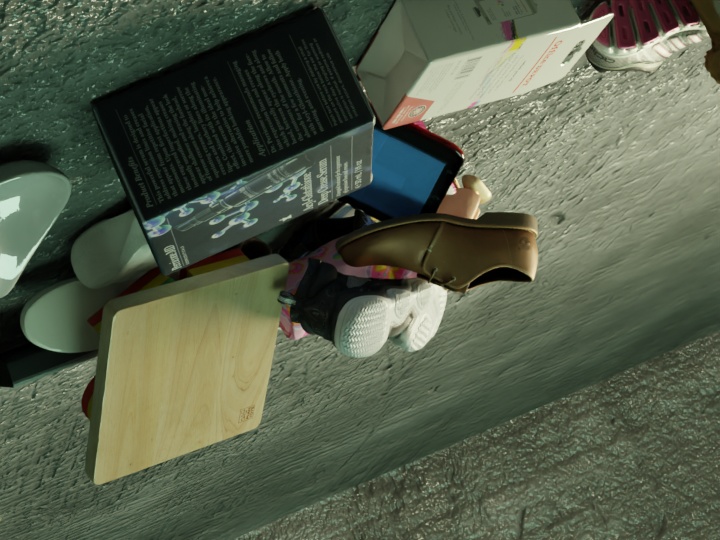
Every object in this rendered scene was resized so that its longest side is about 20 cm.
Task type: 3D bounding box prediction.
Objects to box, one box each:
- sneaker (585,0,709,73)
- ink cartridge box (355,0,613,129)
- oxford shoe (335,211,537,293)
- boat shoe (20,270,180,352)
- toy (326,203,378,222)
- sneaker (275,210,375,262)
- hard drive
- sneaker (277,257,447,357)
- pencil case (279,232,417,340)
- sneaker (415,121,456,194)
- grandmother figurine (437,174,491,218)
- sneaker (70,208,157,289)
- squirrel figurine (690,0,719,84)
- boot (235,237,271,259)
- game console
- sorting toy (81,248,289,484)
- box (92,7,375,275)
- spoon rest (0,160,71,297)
[{"bbox_3d":[0.300,-0.242,1.535,0.198,0.074,0.088,-20,168,-17],"label":"sneaker"},{"bbox_3d":[0.108,-0.198,1.360,0.198,0.068,0.117,-17,163,-27],"label":"ink cartridge box"},{"bbox_3d":[0.075,-0.013,1.507,0.197,0.072,0.071,-2,163,-1],"label":"oxford shoe"},{"bbox_3d":[-0.242,0.021,1.517,0.199,0.073,0.068,-26,-157,-30],"label":"boat shoe"},{"bbox_3d":[0.023,-0.037,1.796,0.199,0.048,0.115,-11,158,-48],"label":"toy"},{"bbox_3d":[-0.063,-0.013,1.714,0.198,0.071,0.078,-20,132,21],"label":"sneaker"},{"bbox_3d":[-0.275,0.069,1.599,0.198,0.033,0.139,-20,-176,-21],"label":"hard drive"},{"bbox_3d":[0.002,0.028,1.542,0.199,0.113,0.076,-8,118,-59],"label":"sneaker"},{"bbox_3d":[0.000,0.000,1.619,0.198,0.088,0.088,-23,165,-12],"label":"pencil case"},{"bbox_3d":[0.039,-0.097,1.555,0.087,0.082,0.200,-28,164,3],"label":"sneaker"},{"bbox_3d":[0.077,-0.012,1.706,0.120,0.201,0.061,4,147,43],"label":"grandmother figurine"},{"bbox_3d":[-0.165,-0.044,1.425,0.198,0.076,0.088,-21,174,25],"label":"sneaker"},{"bbox_3d":[0.399,-0.265,1.459,0.186,0.141,0.202,-38,139,-34],"label":"squirrel figurine"},{"bbox_3d":[-0.143,0.029,1.679,0.147,0.070,0.200,-57,-167,17],"label":"boot"},{"bbox_3d":[-0.021,-0.072,1.452,0.171,0.119,0.200,-32,167,-20],"label":"game console"},{"bbox_3d":[-0.179,0.079,1.500,0.197,0.069,0.202,-17,132,-38],"label":"sorting toy"},{"bbox_3d":[-0.097,-0.100,1.264,0.198,0.108,0.149,-24,166,-6],"label":"box"},{"bbox_3d":[-0.293,-0.026,1.270,0.098,0.061,0.200,-17,163,-33],"label":"spoon rest"}]
